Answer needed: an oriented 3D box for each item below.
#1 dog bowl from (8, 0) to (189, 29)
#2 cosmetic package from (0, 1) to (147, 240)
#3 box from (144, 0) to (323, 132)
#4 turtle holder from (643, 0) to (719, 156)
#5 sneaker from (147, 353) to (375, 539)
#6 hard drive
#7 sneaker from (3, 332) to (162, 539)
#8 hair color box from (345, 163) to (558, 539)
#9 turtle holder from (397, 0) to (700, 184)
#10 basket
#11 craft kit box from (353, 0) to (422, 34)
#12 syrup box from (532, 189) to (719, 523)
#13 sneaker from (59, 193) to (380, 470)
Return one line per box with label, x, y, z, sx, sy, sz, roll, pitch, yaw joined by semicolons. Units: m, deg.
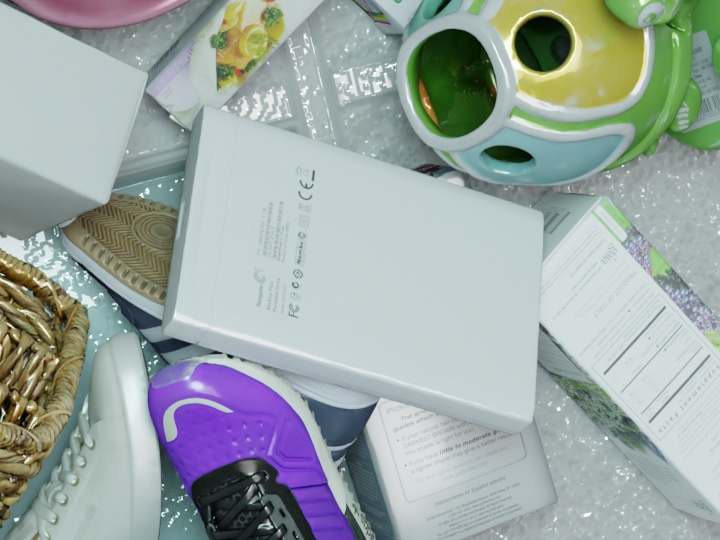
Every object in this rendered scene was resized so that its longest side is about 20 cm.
dog bowl;-0.120;-0.205;1.171;0.200;0.200;0.074;-25;57;-18
cosmetic package;-0.222;-0.094;1.193;0.200;0.113;0.081;24;69;-28
box;-0.036;-0.158;1.268;0.039;0.041;0.200;41;102;-17
turtle holder;0.200;-0.163;1.344;0.131;0.141;0.186;-20;61;-31
sneaker;-0.046;0.133;1.224;0.069;0.100;0.200;-21;125;20
hard drive;0.000;0.000;1.242;0.199;0.027;0.132;17;57;-17
sneaker;-0.151;0.130;1.260;0.084;0.073;0.201;1;108;-13
hair color box;0.031;0.050;1.332;0.099;0.061;0.201;-19;101;-16
turtle holder;0.105;-0.110;1.247;0.132;0.185;0.141;-19;111;-42
basket;-0.241;0.034;1.199;0.200;0.143;0.149;36;84;-17
craft kit box;0.010;-0.269;1.309;0.197;0.048;0.200;40;82;-19
syrup box;0.163;0.051;1.365;0.200;0.079;0.081;45;80;-16
sneaker;-0.084;0.045;1.287;0.200;0.109;0.070;29;42;11
